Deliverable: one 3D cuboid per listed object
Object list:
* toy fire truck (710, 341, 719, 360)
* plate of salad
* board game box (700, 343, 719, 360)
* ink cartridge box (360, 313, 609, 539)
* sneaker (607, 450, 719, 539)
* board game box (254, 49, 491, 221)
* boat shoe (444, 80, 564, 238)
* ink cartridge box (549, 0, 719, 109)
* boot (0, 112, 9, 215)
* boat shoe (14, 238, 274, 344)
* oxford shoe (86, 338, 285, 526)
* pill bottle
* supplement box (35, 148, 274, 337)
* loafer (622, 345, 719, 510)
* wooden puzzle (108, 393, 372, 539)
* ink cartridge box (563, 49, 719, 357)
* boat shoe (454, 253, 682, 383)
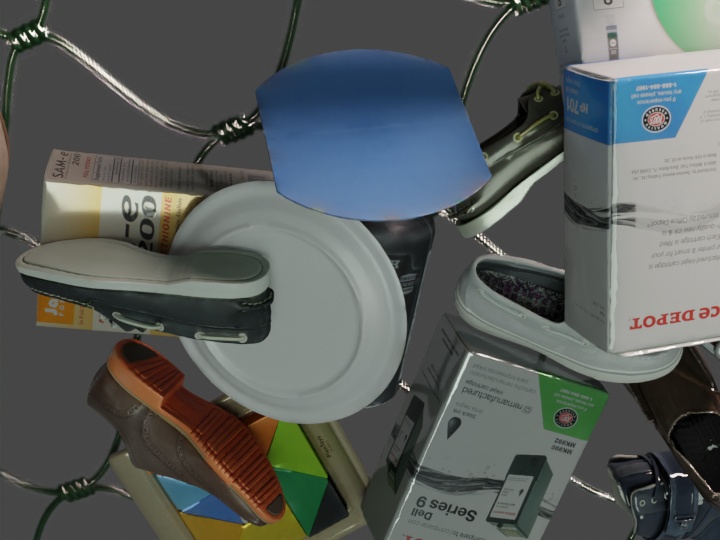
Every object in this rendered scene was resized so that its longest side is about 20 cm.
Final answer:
[{"bbox_3d":[0.317,0.001,1.142,0.199,0.049,0.142,36,106,0],"label":"toy fire truck"},{"bbox_3d":[-0.056,0.023,1.076,0.197,0.048,0.203,9,117,18],"label":"plate of salad"},{"bbox_3d":[0.322,0.003,1.186,0.199,0.035,0.136,36,106,-1],"label":"board game box"},{"bbox_3d":[0.105,0.159,1.224,0.144,0.084,0.202,16,107,-19],"label":"ink cartridge box"},{"bbox_3d":[0.303,0.160,1.265,0.144,0.077,0.205,5,113,-11],"label":"sneaker"},{"bbox_3d":[0.005,-0.091,1.056,0.155,0.201,0.039,-7,135,-9],"label":"board game box"},{"bbox_3d":[0.142,-0.113,1.123,0.201,0.072,0.060,-41,100,3],"label":"boat shoe"},{"bbox_3d":[0.233,-0.142,1.079,0.159,0.050,0.203,-9,90,-18],"label":"ink cartridge box"},{"bbox_3d":[-0.304,-0.047,1.053,0.069,0.147,0.203,-3,115,-4],"label":"boot"},{"bbox_3d":[-0.161,0.019,1.042,0.197,0.076,0.061,7,117,16],"label":"boat shoe"},{"bbox_3d":[-0.146,0.149,1.185,0.200,0.071,0.073,44,112,8],"label":"oxford shoe"},{"bbox_3d":[0.000,0.000,1.137,0.105,0.107,0.203,7,113,-11],"label":"pill bottle"},{"bbox_3d":[-0.155,-0.017,1.126,0.197,0.074,0.128,4,113,-9],"label":"supplement box"},{"bbox_3d":[0.279,0.112,1.203,0.073,0.071,0.201,-36,79,7],"label":"loafer"},{"bbox_3d":[-0.097,0.196,1.251,0.198,0.037,0.186,-26,115,5],"label":"wooden puzzle"},{"bbox_3d":[0.230,-0.053,1.042,0.144,0.086,0.203,-8,108,-18],"label":"ink cartridge box"},{"bbox_3d":[0.178,0.033,1.171,0.198,0.073,0.069,23,155,4],"label":"boat shoe"}]
